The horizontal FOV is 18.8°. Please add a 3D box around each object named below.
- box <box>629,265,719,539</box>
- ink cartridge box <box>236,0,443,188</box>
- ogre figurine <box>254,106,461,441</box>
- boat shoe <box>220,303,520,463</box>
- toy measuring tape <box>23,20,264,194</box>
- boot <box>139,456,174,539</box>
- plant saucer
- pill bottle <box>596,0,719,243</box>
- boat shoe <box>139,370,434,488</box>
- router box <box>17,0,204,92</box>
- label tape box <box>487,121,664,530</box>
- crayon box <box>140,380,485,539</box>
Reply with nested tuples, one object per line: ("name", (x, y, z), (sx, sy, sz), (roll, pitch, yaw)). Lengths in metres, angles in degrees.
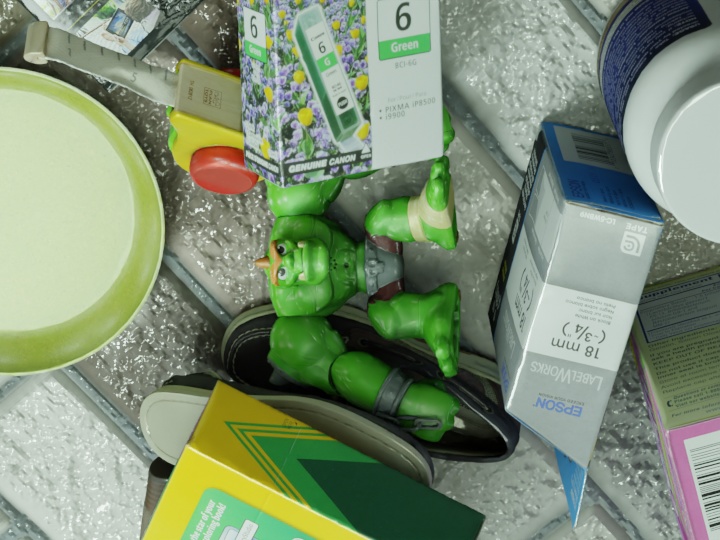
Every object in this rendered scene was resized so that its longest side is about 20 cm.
("box", (0.233, 0.116, 1.316), (0.096, 0.200, 0.177), (-15, 112, 6))
("ink cartridge box", (-0.012, -0.156, 1.219), (0.108, 0.050, 0.202), (-12, 113, -27))
("ogre figurine", (0.000, 0.000, 1.320), (0.119, 0.098, 0.202), (-2, 104, 11))
("boat shoe", (0.009, 0.074, 1.368), (0.198, 0.065, 0.072), (17, 112, -7))
("toy measuring tape", (-0.111, -0.092, 1.267), (0.199, 0.074, 0.074), (18, 111, -24))
("boot", (-0.049, 0.179, 1.394), (0.198, 0.070, 0.147), (1, 128, 17))
("plant saucer", (-0.219, -0.032, 1.341), (0.198, 0.031, 0.202), (-1, 111, -1))
("pill bottle", (0.200, -0.094, 1.233), (0.115, 0.200, 0.117), (0, 112, 0))
("boat shoe", (-0.037, 0.096, 1.317), (0.199, 0.063, 0.073), (10, 116, 28))
("router box", (-0.126, -0.225, 1.254), (0.200, 0.051, 0.149), (-41, 105, 14))
("label tape box", (0.118, 0.031, 1.310), (0.063, 0.144, 0.201), (12, 111, -6))
("crayon box", (-0.043, 0.174, 1.289), (0.172, 0.058, 0.200), (28, 139, 0))
